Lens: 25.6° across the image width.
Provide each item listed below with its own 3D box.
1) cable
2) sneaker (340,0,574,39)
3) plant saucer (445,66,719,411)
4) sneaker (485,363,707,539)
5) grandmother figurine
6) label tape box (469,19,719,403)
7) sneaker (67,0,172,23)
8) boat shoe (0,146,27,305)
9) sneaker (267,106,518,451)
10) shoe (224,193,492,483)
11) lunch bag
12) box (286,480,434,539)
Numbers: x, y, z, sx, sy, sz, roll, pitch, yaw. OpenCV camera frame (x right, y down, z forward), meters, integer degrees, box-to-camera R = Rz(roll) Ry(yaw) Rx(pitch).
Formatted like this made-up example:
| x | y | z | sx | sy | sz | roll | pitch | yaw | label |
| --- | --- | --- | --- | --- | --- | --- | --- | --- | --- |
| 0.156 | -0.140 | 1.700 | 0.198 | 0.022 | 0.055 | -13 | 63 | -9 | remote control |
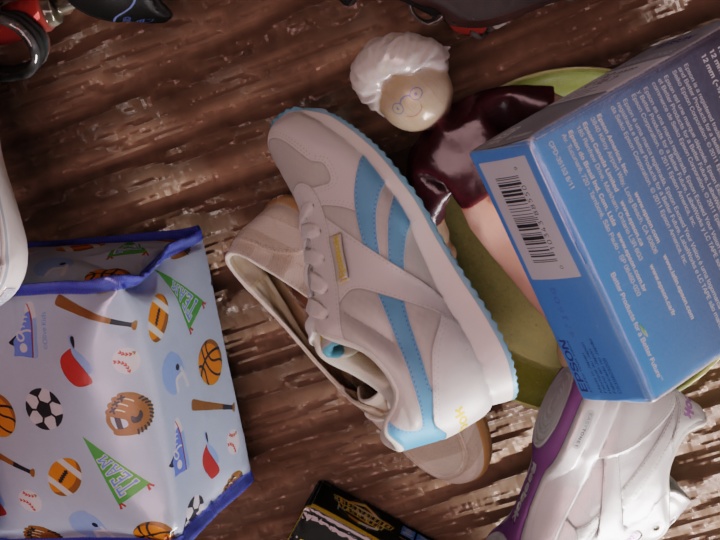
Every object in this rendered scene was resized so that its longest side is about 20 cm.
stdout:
| x | y | z | sx | sy | sz | roll | pitch | yaw | label |
| --- | --- | --- | --- | --- | --- | --- | --- | --- | --- |
| -0.249 | -0.140 | 0.920 | 0.200 | 0.050 | 0.097 | -20 | 99 | 26 | cable |
| 0.077 | -0.165 | 0.845 | 0.200 | 0.077 | 0.082 | 8 | 134 | 9 | sneaker |
| 0.124 | -0.017 | 0.887 | 0.200 | 0.031 | 0.200 | 3 | 106 | 10 | plant saucer |
| 0.127 | 0.148 | 0.878 | 0.100 | 0.075 | 0.200 | 18 | 106 | -12 | sneaker |
| 0.074 | -0.050 | 0.842 | 0.121 | 0.061 | 0.200 | -43 | 97 | 9 | grandmother figurine |
| 0.173 | -0.042 | 0.809 | 0.200 | 0.066 | 0.143 | -31 | 100 | -26 | label tape box |
| -0.111 | -0.232 | 0.855 | 0.078 | 0.070 | 0.200 | 16 | 103 | -19 | sneaker |
| -0.240 | -0.072 | 0.844 | 0.072 | 0.069 | 0.200 | -21 | 75 | 22 | boat shoe |
| 0.000 | 0.000 | 0.841 | 0.081 | 0.077 | 0.200 | -30 | 73 | -12 | sneaker |
| -0.003 | 0.049 | 0.905 | 0.200 | 0.053 | 0.070 | 51 | 136 | -2 | shoe |
| -0.185 | 0.072 | 0.924 | 0.200 | 0.124 | 0.170 | -2 | 105 | 25 | lunch bag |
| -0.002 | 0.251 | 0.978 | 0.160 | 0.049 | 0.200 | 29 | 109 | 3 | box |
